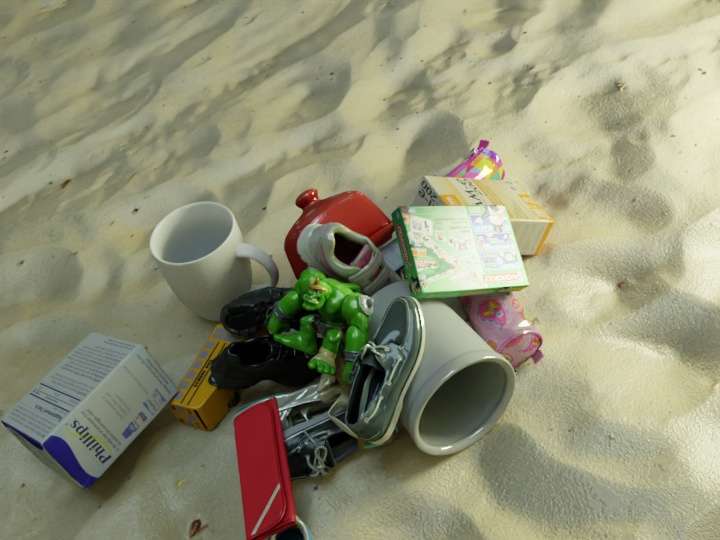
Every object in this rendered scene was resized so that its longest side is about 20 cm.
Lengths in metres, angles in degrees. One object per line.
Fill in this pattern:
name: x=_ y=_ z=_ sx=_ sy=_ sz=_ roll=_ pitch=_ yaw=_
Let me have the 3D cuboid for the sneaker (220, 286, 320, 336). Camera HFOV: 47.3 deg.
sneaker: x=-0.122 y=0.050 z=1.285 sx=0.198 sy=0.076 sz=0.079 roll=-5 pitch=25 yaw=20

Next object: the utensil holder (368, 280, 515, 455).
utensil holder: x=0.094 y=0.134 z=1.177 sx=0.169 sy=0.171 sz=0.200 roll=-31 pitch=44 yaw=-14

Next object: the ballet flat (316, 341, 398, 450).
ballet flat: x=-0.019 y=0.179 z=1.168 sx=0.072 sy=0.068 sz=0.200 roll=-31 pitch=46 yaw=-6

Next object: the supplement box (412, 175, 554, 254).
supplement box: x=0.201 y=-0.091 z=1.362 sx=0.198 sy=0.074 sz=0.126 roll=-1 pitch=39 yaw=-29

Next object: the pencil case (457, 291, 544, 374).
pencil case: x=0.208 y=0.062 z=1.273 sx=0.087 sy=0.088 sz=0.201 roll=-21 pitch=46 yaw=-5

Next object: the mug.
mug: x=-0.234 y=-0.003 z=1.393 sx=0.198 sy=0.176 sz=0.148 roll=2 pitch=48 yaw=17

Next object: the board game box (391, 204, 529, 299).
board game box: x=0.149 y=-0.030 z=1.215 sx=0.198 sy=0.029 sz=0.136 roll=-3 pitch=71 yaw=-30

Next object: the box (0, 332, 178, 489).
box: x=-0.414 y=0.207 z=1.260 sx=0.183 sy=0.105 sz=0.200 roll=4 pitch=44 yaw=50

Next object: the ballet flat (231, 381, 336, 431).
ballet flat: x=-0.093 y=0.212 z=1.231 sx=0.198 sy=0.070 sz=0.070 roll=-18 pitch=45 yaw=-6

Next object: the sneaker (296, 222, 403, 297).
sneaker: x=0.000 y=0.000 z=1.225 sx=0.082 sy=0.199 sz=0.088 roll=-61 pitch=19 yaw=-19

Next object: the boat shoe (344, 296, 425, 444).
boat shoe: x=0.030 y=0.123 z=1.077 sx=0.072 sy=0.062 sz=0.202 roll=2 pitch=70 yaw=47

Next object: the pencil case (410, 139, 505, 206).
pencil case: x=0.174 y=-0.143 z=1.475 sx=0.088 sy=0.089 sz=0.200 roll=26 pitch=60 yaw=34

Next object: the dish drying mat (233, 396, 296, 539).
dish drying mat: x=-0.134 y=0.267 z=1.124 sx=0.076 sy=0.018 sz=0.201 roll=-30 pitch=44 yaw=14

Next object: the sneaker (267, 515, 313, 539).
sneaker: x=-0.082 y=0.402 z=1.039 sx=0.071 sy=0.073 sz=0.201 roll=-17 pitch=46 yaw=-3

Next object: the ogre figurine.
ogre figurine: x=-0.052 y=0.069 z=1.166 sx=0.200 sy=0.098 sz=0.121 roll=32 pitch=102 yaw=60

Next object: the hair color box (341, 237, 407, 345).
hair color box: x=0.033 y=0.028 z=1.340 sx=0.199 sy=0.099 sz=0.061 roll=-35 pitch=49 yaw=-17

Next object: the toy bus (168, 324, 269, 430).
toy bus: x=-0.220 y=0.154 z=1.319 sx=0.078 sy=0.065 sz=0.201 roll=8 pitch=51 yaw=25

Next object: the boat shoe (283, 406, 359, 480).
boat shoe: x=-0.060 y=0.257 z=1.168 sx=0.198 sy=0.074 sz=0.068 roll=-23 pitch=30 yaw=-19

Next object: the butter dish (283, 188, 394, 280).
butter dish: x=-0.055 y=-0.068 z=1.371 sx=0.199 sy=0.148 sz=0.199 roll=-35 pitch=3 yaw=-21

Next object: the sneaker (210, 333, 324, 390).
sneaker: x=-0.124 y=0.134 z=1.259 sx=0.198 sy=0.091 sz=0.076 roll=-8 pitch=62 yaw=-29
